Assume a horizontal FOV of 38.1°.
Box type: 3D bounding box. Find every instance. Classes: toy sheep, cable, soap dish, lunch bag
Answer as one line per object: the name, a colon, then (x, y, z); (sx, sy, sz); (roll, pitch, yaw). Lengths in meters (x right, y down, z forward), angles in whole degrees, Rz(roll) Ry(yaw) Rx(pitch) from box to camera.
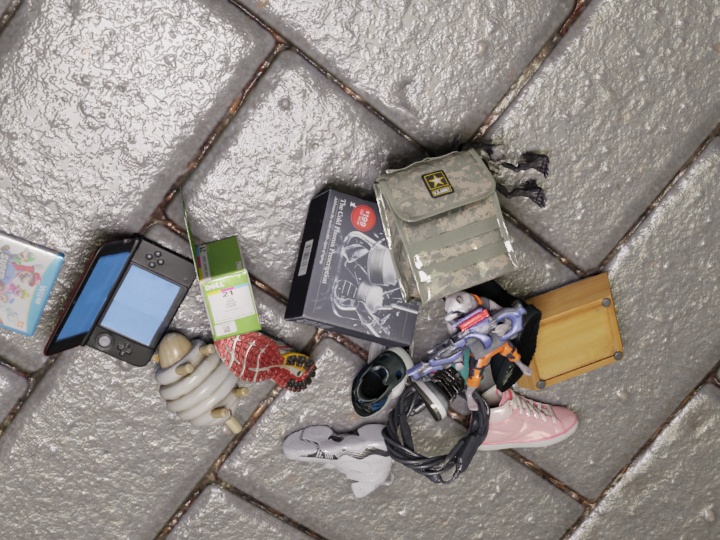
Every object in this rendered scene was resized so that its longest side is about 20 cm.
toy sheep: (-0.251, 0.182, 1.649); (0.137, 0.138, 0.201); (-31, 103, 2)
cable: (0.130, 0.259, 1.758); (0.162, 0.201, 0.051); (19, 146, 21)
soap dish: (0.350, 0.109, 1.777); (0.198, 0.081, 0.158); (-19, 115, -3)
lunch bag: (0.121, -0.070, 1.530); (0.163, 0.118, 0.202); (-18, 93, -13)

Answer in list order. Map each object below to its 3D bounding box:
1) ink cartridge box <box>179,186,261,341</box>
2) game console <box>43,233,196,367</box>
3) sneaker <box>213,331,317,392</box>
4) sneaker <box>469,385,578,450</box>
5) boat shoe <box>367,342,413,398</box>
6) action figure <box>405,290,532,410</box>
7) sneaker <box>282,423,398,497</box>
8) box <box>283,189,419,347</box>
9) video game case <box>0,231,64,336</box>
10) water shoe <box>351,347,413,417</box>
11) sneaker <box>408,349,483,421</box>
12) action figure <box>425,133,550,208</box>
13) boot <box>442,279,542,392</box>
ink cartridge box: (-0.212, -0.019, 1.566); (0.075, 0.148, 0.202); (-13, 114, -6)
game console: (-0.359, 0.058, 1.583); (0.171, 0.119, 0.201); (27, 105, -20)
sneaker: (-0.162, 0.137, 1.650); (0.200, 0.082, 0.078); (32, 87, -45)
sneaker: (0.286, 0.249, 1.823); (0.198, 0.076, 0.105); (-7, 119, -5)
boat shoe: (0.058, 0.130, 1.729); (0.071, 0.069, 0.202); (5, 110, -14)
action figure: (0.159, 0.115, 1.576); (0.199, 0.105, 0.194); (-23, 120, -2)
sneaker: (-0.033, 0.330, 1.787); (0.198, 0.075, 0.116); (-4, 117, -5)
box: (0.000, 0.000, 1.603); (0.181, 0.104, 0.202); (15, 80, -19)
video game case: (-0.567, 0.005, 1.571); (0.199, 0.018, 0.144); (21, 105, -20)
water shoe: (0.014, 0.189, 1.699); (0.079, 0.072, 0.200); (-30, 161, -37)
sneaker: (0.148, 0.173, 1.676); (0.120, 0.200, 0.084); (-34, 98, 2)
action figure: (0.201, -0.149, 1.630); (0.198, 0.102, 0.120); (2, 113, -16)
boot: (0.207, 0.085, 1.707); (0.076, 0.168, 0.201); (-32, 146, -29)
